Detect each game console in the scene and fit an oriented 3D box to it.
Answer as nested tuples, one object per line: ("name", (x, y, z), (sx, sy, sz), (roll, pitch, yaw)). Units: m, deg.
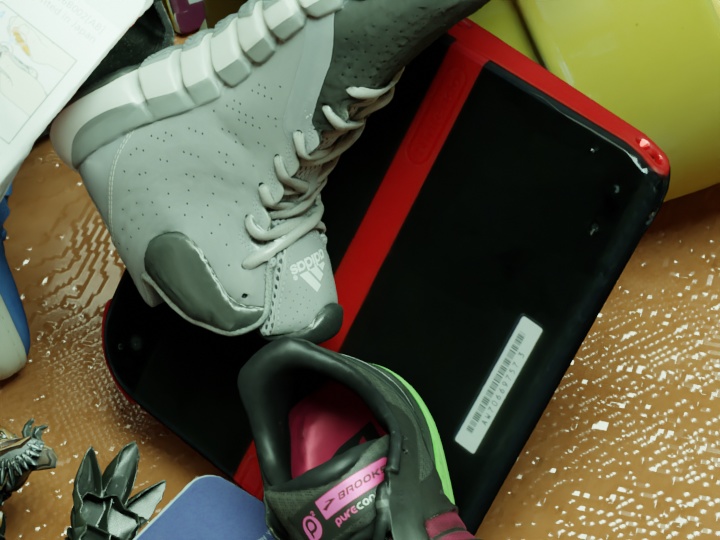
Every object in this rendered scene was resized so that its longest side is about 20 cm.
("game console", (0.000, 0.000, 0.731), (0.177, 0.200, 0.031), (35, 22, 21))

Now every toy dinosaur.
("toy dinosaur", (-0.148, 0.106, 0.735), (0.102, 0.136, 0.201), (-9, 76, -42))

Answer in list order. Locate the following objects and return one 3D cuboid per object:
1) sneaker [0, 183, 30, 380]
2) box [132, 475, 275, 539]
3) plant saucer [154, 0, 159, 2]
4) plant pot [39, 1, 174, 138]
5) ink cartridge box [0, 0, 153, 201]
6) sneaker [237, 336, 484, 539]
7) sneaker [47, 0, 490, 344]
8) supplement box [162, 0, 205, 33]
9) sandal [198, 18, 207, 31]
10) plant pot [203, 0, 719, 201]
("sneaker", (-0.153, -0.063, 0.828), (0.111, 0.200, 0.077), (-27, 9, -26))
("box", (-0.009, 0.158, 0.662), (0.200, 0.032, 0.121), (30, 51, 20))
("plant saucer", (0.000, -0.131, 0.705), (0.200, 0.019, 0.070), (-6, 29, 39))
("plant pot", (-0.238, -0.159, 0.913), (0.199, 0.200, 0.177), (-35, 41, -16))
("ink cartridge box", (-0.194, -0.063, 0.693), (0.162, 0.050, 0.200), (38, 81, 2))
("sneaker", (0.009, 0.097, 0.632), (0.077, 0.084, 0.200), (-43, 46, 7))
("sneaker", (-0.013, -0.037, 0.683), (0.200, 0.116, 0.075), (-21, 0, 39))
("supplement box", (-0.085, -0.237, 0.973), (0.103, 0.131, 0.200), (-21, 49, -5))
("sandal", (0.016, -0.137, 0.918), (0.199, 0.054, 0.080), (-20, 49, -4))
("plant pot", (0.048, -0.105, 0.805), (0.188, 0.201, 0.201), (-22, 48, 15))
